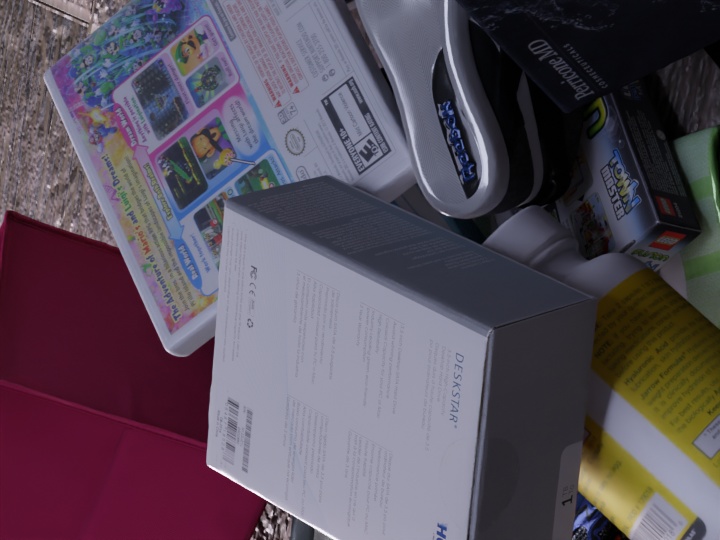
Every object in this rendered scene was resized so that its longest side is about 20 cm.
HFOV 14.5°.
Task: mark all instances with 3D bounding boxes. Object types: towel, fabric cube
[{"bbox_3d":[0.136,0.013,1.566,0.200,0.031,0.150,-20,76,50],"label":"towel"},{"bbox_3d":[-0.171,0.117,1.771,0.196,0.199,0.200,-90,21,-59],"label":"fabric cube"}]

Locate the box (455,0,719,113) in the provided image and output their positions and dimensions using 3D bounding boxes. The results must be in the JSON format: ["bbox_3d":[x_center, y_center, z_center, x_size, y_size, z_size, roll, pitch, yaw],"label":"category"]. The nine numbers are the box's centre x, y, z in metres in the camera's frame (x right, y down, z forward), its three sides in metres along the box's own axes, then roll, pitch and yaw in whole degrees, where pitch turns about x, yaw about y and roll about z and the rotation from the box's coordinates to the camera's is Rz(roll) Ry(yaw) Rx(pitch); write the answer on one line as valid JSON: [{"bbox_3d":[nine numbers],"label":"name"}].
[{"bbox_3d":[0.135,-0.197,1.367,0.200,0.197,0.118,-25,61,17],"label":"box"}]

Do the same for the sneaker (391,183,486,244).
[{"bbox_3d":[0.000,0.000,1.578,0.130,0.080,0.200,-38,69,9],"label":"sneaker"}]

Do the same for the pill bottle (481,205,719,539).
[{"bbox_3d":[0.137,0.061,1.452,0.200,0.111,0.111,43,126,14],"label":"pill bottle"}]

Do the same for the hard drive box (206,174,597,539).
[{"bbox_3d":[0.016,0.059,1.433,0.200,0.077,0.156,27,121,42],"label":"hard drive box"}]

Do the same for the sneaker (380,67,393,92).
[{"bbox_3d":[0.021,-0.018,1.658,0.078,0.090,0.201,-6,87,15],"label":"sneaker"}]

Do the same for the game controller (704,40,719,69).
[{"bbox_3d":[0.222,-0.135,1.445,0.200,0.042,0.104,57,132,33],"label":"game controller"}]

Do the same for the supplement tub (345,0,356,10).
[{"bbox_3d":[-0.012,-0.225,1.659,0.200,0.140,0.141,-17,78,50],"label":"supplement tub"}]

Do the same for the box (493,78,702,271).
[{"bbox_3d":[0.112,-0.076,1.563,0.110,0.035,0.200,-42,52,37],"label":"box"}]

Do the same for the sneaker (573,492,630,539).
[{"bbox_3d":[0.134,0.193,1.554,0.078,0.075,0.201,25,116,34],"label":"sneaker"}]

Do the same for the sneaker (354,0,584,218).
[{"bbox_3d":[0.061,-0.127,1.512,0.073,0.112,0.201,-14,85,37],"label":"sneaker"}]

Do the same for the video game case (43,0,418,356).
[{"bbox_3d":[-0.073,-0.083,1.567,0.182,0.024,0.200,-37,62,20],"label":"video game case"}]

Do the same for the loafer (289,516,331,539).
[{"bbox_3d":[-0.005,0.129,1.729,0.069,0.075,0.201,-1,82,9],"label":"loafer"}]
